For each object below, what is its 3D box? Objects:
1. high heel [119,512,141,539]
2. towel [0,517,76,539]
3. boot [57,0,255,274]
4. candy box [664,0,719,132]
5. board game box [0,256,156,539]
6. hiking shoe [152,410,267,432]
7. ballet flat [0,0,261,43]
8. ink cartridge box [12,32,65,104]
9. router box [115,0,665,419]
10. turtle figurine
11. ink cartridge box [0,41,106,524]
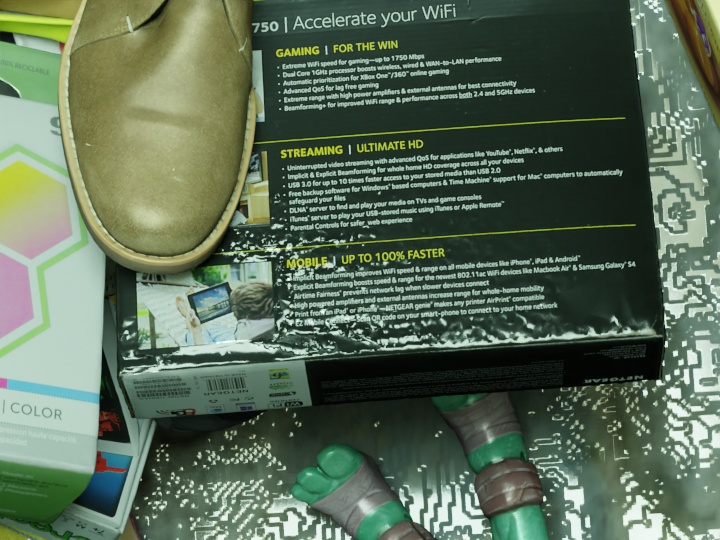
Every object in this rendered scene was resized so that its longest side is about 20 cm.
[{"bbox_3d":[-0.098,0.088,1.207,0.200,0.067,0.096,44,95,14],"label":"high heel"},{"bbox_3d":[-0.175,0.023,1.176,0.199,0.023,0.144,25,59,-10],"label":"towel"},{"bbox_3d":[-0.066,-0.099,1.075,0.073,0.076,0.201,8,68,-9],"label":"boot"},{"bbox_3d":[0.135,-0.168,1.219,0.056,0.117,0.201,-22,78,0],"label":"candy box"},{"bbox_3d":[-0.170,0.016,1.148,0.199,0.035,0.127,23,59,-12],"label":"board game box"},{"bbox_3d":[0.000,0.000,1.162,0.200,0.100,0.076,-31,102,-34],"label":"hiking shoe"},{"bbox_3d":[-0.114,-0.118,1.157,0.199,0.067,0.067,2,90,19],"label":"ballet flat"},{"bbox_3d":[-0.054,-0.153,1.246,0.199,0.084,0.146,-19,78,0],"label":"ink cartridge box"},{"bbox_3d":[0.008,-0.028,1.111,0.199,0.051,0.150,-4,67,1],"label":"router box"},{"bbox_3d":[0.062,0.141,1.172,0.149,0.101,0.200,-24,62,-16],"label":"turtle figurine"},{"bbox_3d":[-0.150,-0.014,1.113,0.103,0.059,0.201,10,63,-18],"label":"ink cartridge box"}]
